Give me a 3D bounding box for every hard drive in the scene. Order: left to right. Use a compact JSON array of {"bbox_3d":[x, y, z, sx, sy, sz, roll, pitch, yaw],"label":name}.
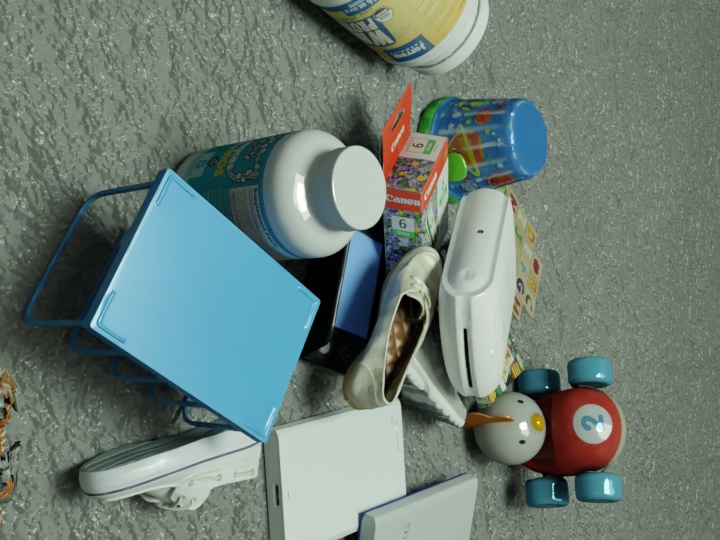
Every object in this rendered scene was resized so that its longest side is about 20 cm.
[{"bbox_3d":[-0.023,0.222,0.991,0.199,0.026,0.134,-5,92,-49],"label":"hard drive"},{"bbox_3d":[0.065,0.325,1.068,0.199,0.025,0.134,-4,105,-49],"label":"hard drive"}]

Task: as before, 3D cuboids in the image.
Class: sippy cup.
[{"bbox_3d":[0.161,-0.160,1.146,0.140,0.129,0.180,43,57,-40],"label":"sippy cup"}]

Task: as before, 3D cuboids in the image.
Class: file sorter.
[{"bbox_3d":[-0.157,0.035,0.770,0.200,0.122,0.140,43,58,-39],"label":"file sorter"}]

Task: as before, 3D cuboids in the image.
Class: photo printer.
[{"bbox_3d":[0.136,0.031,1.039,0.201,0.068,0.168,-71,157,-47],"label":"photo printer"}]

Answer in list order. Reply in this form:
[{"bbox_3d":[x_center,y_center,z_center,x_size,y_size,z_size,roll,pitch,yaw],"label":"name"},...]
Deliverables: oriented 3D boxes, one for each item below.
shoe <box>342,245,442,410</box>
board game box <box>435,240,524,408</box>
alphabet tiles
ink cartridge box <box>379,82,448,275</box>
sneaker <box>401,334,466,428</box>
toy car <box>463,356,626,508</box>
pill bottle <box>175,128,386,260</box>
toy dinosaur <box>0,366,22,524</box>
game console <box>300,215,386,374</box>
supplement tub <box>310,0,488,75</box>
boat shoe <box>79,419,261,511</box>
[{"bbox_3d":[0.047,0.059,0.956,0.070,0.053,0.202,39,62,-26],"label":"shoe"},{"bbox_3d":[0.143,0.063,1.167,0.104,0.023,0.202,-34,102,-44],"label":"board game box"},{"bbox_3d":[0.207,-0.036,1.266,0.201,0.006,0.168,53,41,-34],"label":"alphabet tiles"},{"bbox_3d":[0.064,-0.096,1.022,0.110,0.050,0.202,-63,157,-43],"label":"ink cartridge box"},{"bbox_3d":[0.085,0.118,1.063,0.083,0.074,0.200,-59,141,-20],"label":"sneaker"},{"bbox_3d":[0.227,0.208,1.190,0.198,0.176,0.187,14,66,-35],"label":"toy car"},{"bbox_3d":[-0.073,-0.065,0.813,0.110,0.198,0.113,4,85,-49],"label":"pill bottle"},{"bbox_3d":[-0.292,0.166,0.635,0.136,0.101,0.203,33,41,-61],"label":"toy dinosaur"},{"bbox_3d":[0.000,0.000,0.960,0.175,0.115,0.203,27,69,-45],"label":"game console"},{"bbox_3d":[0.039,-0.317,1.001,0.199,0.143,0.147,26,69,-45],"label":"supplement tub"},{"bbox_3d":[-0.155,0.181,0.801,0.199,0.073,0.068,-8,92,-50],"label":"boat shoe"}]
